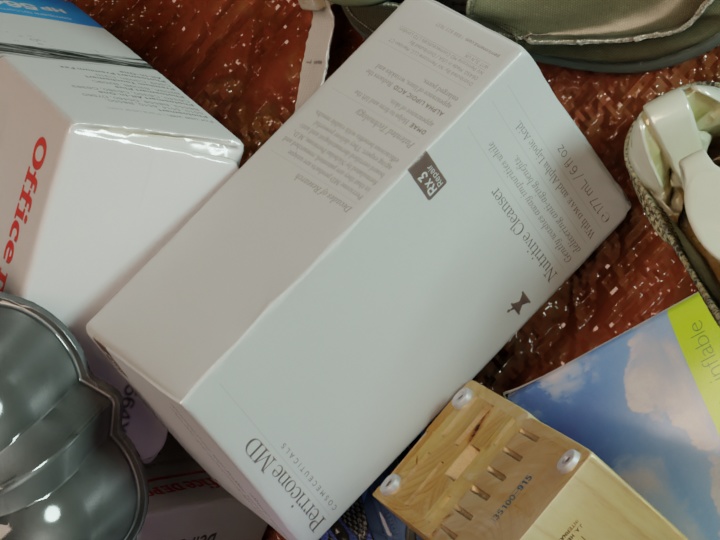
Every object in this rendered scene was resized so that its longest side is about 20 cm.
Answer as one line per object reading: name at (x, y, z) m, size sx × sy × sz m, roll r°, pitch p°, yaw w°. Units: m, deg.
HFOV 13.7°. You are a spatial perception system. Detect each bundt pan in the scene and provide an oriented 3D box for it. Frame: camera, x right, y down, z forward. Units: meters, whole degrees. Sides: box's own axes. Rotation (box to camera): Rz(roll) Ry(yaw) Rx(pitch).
bundt pan at (-0.189, 0.099, 1.187) m, size 0.201 × 0.076 × 0.202 m, roll 4°, pitch 111°, yaw 11°

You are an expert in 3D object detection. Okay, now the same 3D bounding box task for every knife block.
knife block at (0.109, 0.136, 1.158) m, size 0.064 × 0.176 × 0.200 m, roll -49°, pitch 20°, yaw -5°

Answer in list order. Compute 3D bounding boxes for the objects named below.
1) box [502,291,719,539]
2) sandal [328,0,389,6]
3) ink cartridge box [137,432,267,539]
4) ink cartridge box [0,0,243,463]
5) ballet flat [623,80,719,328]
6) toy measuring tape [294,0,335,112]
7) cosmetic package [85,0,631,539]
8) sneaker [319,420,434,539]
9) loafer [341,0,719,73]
box at (0.149, 0.071, 1.205) m, size 0.200 × 0.048 × 0.122 m, roll -30°, pitch 70°, yaw 21°
sandal at (-0.016, -0.210, 1.236) m, size 0.080 × 0.057 × 0.202 m, roll -18°, pitch 81°, yaw 19°
ink cartridge box at (-0.119, 0.102, 1.299) m, size 0.200 × 0.117 × 0.067 m, roll 30°, pitch 108°, yaw 27°
ink cartridge box at (-0.141, -0.025, 1.289) m, size 0.200 × 0.084 × 0.146 m, roll 40°, pitch 117°, yaw 56°
ballet flat at (0.142, -0.028, 1.162) m, size 0.068 × 0.075 × 0.200 m, roll -35°, pitch 40°, yaw 12°
toy measuring tape at (-0.061, -0.035, 1.313) m, size 0.073 × 0.074 × 0.201 m, roll 12°, pitch 91°, yaw 28°
cosmetic package at (0.000, 0.000, 1.213) m, size 0.200 × 0.113 × 0.081 m, roll -48°, pitch 42°, yaw -10°
sneaker at (0.019, 0.149, 1.258) m, size 0.078 × 0.075 × 0.201 m, roll -25°, pitch 64°, yaw 31°
loafer at (0.073, -0.122, 1.259) m, size 0.199 × 0.070 × 0.075 m, roll -4°, pitch 81°, yaw 27°
